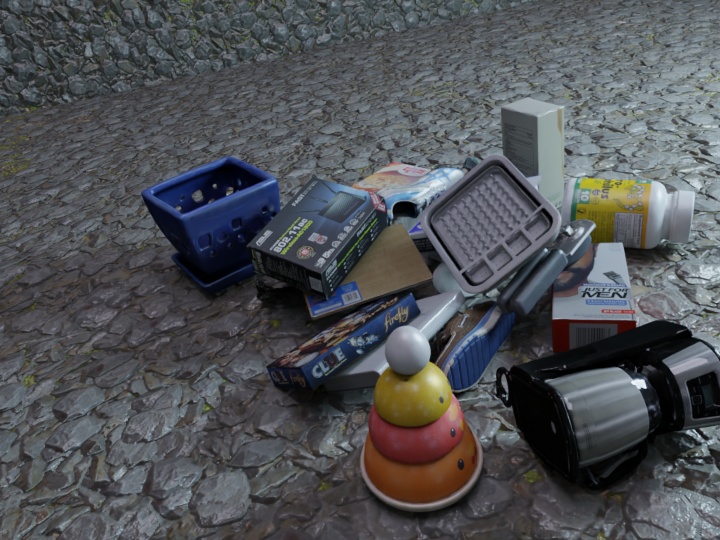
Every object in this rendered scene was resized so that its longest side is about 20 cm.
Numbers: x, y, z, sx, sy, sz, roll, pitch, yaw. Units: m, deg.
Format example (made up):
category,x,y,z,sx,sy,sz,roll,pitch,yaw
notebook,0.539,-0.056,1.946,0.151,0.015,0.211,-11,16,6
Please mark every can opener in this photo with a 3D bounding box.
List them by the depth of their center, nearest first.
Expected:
category,x,y,z,sx,sy,sz,roll,pitch,yaw
can opener,0.277,0.001,0.905,0.200,0.067,0.053,-46,28,-21

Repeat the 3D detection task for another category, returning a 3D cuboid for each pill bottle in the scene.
category,x,y,z,sx,sy,sz,roll,pitch,yaw
pill bottle,0.449,-0.096,1.060,0.198,0.114,0.113,7,35,26

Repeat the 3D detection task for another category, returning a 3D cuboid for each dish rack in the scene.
category,x,y,z,sx,sy,sz,roll,pitch,yaw
dish rack,0.194,-0.066,0.941,0.171,0.043,0.201,-40,46,12

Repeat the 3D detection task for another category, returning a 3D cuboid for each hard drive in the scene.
category,x,y,z,sx,sy,sz,roll,pitch,yaw
hard drive,0.050,0.099,0.893,0.200,0.026,0.131,-39,12,-38

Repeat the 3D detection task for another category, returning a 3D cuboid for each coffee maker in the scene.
category,x,y,z,sx,sy,sz,roll,pitch,yaw
coffee maker,0.283,0.131,0.724,0.198,0.136,0.192,-15,31,-8

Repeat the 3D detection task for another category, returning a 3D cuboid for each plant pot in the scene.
category,x,y,z,sx,sy,sz,roll,pitch,yaw
plant pot,-0.267,-0.083,1.184,0.199,0.181,0.199,-27,35,-27

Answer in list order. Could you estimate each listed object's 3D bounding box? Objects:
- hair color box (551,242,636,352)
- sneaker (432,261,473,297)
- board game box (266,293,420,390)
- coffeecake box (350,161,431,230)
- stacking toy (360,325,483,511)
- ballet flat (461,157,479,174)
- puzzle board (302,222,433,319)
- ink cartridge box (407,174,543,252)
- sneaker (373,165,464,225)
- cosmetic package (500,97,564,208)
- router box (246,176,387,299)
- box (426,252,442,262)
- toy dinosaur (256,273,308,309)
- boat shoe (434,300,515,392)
category,x,y,z,sx,sy,sz,roll,pitch,yaw
hair color box,0.339,0.035,0.929,0.110,0.065,0.201,-1,31,17
sneaker,0.190,-0.014,1.061,0.199,0.076,0.088,-24,18,-26
board game box,-0.026,0.100,0.899,0.199,0.035,0.135,-32,8,-29
coffeecake box,0.065,-0.142,1.283,0.153,0.074,0.199,20,42,40
stacking toy,0.058,0.150,0.694,0.144,0.202,0.147,-8,32,5
ballet flat,0.240,-0.189,1.306,0.073,0.075,0.200,-14,18,-6
puzzle board,0.000,0.000,1.011,0.198,0.018,0.151,-18,42,-5
ink cartridge box,0.203,-0.097,1.085,0.197,0.044,0.200,-6,26,36
sneaker,0.112,-0.136,1.158,0.198,0.072,0.073,-23,70,-21
cosmetic package,0.332,-0.219,1.205,0.071,0.202,0.105,-23,34,-21
router box,-0.066,-0.060,1.027,0.149,0.063,0.200,18,51,27
box,0.204,-0.080,1.175,0.199,0.039,0.041,-31,34,-30
toy dinosaur,-0.111,0.003,1.094,0.134,0.103,0.200,0,7,-15
boat shoe,0.147,0.103,0.880,0.072,0.073,0.199,8,26,36
